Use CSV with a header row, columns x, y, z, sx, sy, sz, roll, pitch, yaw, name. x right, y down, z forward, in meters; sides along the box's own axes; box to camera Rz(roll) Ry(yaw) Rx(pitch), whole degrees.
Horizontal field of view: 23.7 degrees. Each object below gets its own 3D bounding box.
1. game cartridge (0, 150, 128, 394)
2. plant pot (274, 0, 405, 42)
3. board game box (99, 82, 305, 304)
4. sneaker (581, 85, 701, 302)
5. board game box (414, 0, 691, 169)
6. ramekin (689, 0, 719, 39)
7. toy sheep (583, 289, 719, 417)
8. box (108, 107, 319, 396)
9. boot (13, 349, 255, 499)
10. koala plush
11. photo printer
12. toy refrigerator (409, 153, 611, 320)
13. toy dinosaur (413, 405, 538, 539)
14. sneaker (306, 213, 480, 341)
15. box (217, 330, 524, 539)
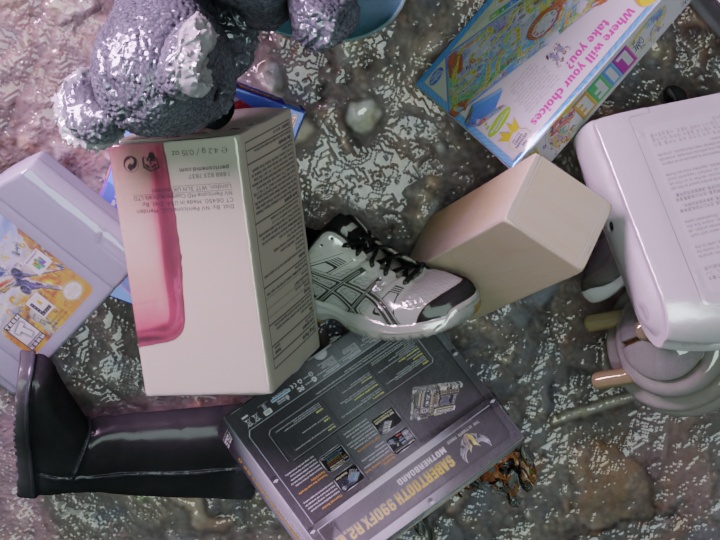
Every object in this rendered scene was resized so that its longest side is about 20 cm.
x,y,z,sx,sy,sz,roll,pitch,yaw,name
-0.276,0.002,1.378,0.133,0.042,0.200,37,121,-16,game cartridge
-0.033,-0.294,1.315,0.200,0.200,0.135,33,56,-12,plant pot
-0.143,-0.064,1.412,0.134,0.045,0.201,20,99,-11,board game box
0.232,-0.068,1.447,0.082,0.077,0.200,34,86,-4,sneaker
0.154,-0.185,1.379,0.200,0.134,0.034,-49,143,6,board game box
0.318,-0.236,1.350,0.105,0.200,0.200,-41,104,8,ramekin
0.263,0.059,1.422,0.137,0.200,0.139,-1,88,28,toy sheep
-0.110,-0.016,1.325,0.108,0.128,0.201,-2,104,17,box
-0.182,0.128,1.412,0.199,0.066,0.165,3,139,-6,boot
-0.133,-0.172,1.237,0.177,0.201,0.184,-15,127,41,koala plush
0.274,-0.036,1.340,0.165,0.070,0.201,-13,68,-14,photo printer
0.114,-0.025,1.370,0.076,0.200,0.070,32,68,-11,toy refrigerator
0.054,0.151,1.475,0.199,0.102,0.136,31,83,8,toy dinosaur
0.000,0.000,1.383,0.199,0.076,0.088,6,115,26,sneaker
0.009,0.135,1.400,0.200,0.048,0.159,-34,78,-20,box
